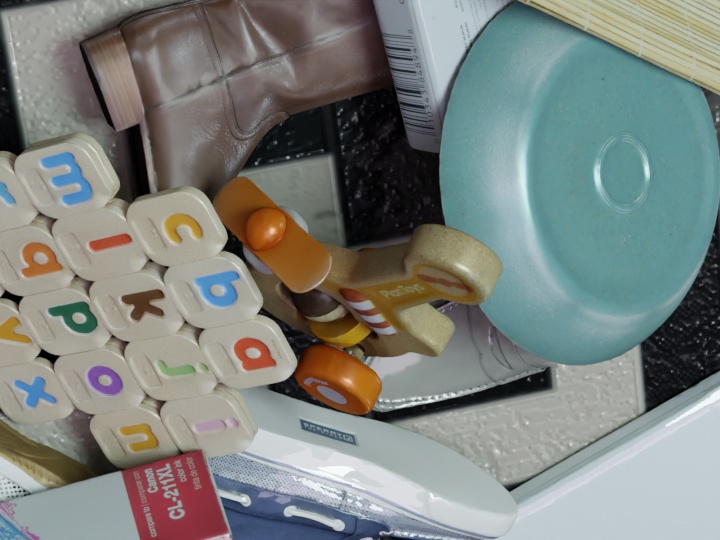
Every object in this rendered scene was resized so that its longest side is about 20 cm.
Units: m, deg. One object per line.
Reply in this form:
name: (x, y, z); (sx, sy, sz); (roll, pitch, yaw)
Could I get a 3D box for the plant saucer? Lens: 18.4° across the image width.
plant saucer: (0.127, -0.050, 1.165); (0.199, 0.036, 0.202); (0, 90, -38)

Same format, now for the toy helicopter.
toy helicopter: (0.000, 0.000, 1.111); (0.132, 0.200, 0.079); (36, 68, -19)

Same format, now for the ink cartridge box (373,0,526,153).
ink cartridge box: (0.082, -0.191, 1.168); (0.200, 0.043, 0.197); (-31, 117, -34)

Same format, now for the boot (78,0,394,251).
boot: (-0.028, -0.081, 1.195); (0.199, 0.064, 0.187); (-24, 115, -8)

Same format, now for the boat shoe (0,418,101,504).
boat shoe: (-0.210, 0.118, 1.215); (0.200, 0.071, 0.069); (35, 97, -22)

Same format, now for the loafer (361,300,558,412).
loafer: (0.086, 0.026, 1.248); (0.199, 0.070, 0.070); (-27, 113, -2)

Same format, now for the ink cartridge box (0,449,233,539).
ink cartridge box: (-0.161, 0.196, 1.189); (0.199, 0.083, 0.146); (-14, 125, -9)

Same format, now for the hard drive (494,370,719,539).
hard drive: (0.160, 0.163, 1.338); (0.199, 0.026, 0.132); (-30, 113, -1)

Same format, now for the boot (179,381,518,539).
boot: (-0.016, 0.134, 1.272); (0.199, 0.073, 0.091); (21, 111, -10)

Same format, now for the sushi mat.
sushi mat: (0.143, -0.153, 1.162); (0.199, 0.096, 0.012); (18, 146, -39)

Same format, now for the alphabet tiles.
alphabet tiles: (-0.135, 0.020, 1.172); (0.195, 0.015, 0.201); (-12, 119, 32)
